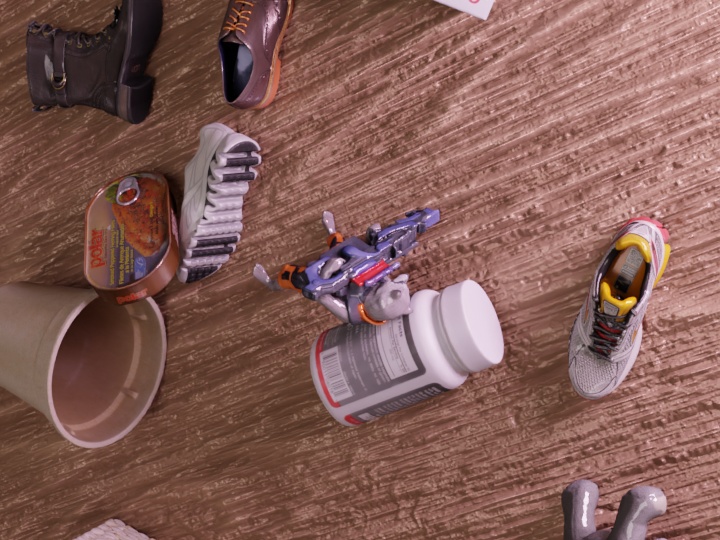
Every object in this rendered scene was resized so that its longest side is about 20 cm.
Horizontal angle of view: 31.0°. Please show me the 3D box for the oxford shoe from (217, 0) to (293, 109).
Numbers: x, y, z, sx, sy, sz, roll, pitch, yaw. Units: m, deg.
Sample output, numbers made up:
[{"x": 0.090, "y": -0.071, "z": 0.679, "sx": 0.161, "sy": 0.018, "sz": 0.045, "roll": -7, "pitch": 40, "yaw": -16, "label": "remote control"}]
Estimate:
[{"x": -0.124, "y": -0.285, "z": 1.485, "sx": 0.070, "sy": 0.073, "sz": 0.203, "roll": 8, "pitch": 102, "yaw": 23, "label": "oxford shoe"}]

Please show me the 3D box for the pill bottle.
[{"x": 0.052, "y": 0.090, "z": 1.449, "sx": 0.198, "sy": 0.114, "sz": 0.115, "roll": -23, "pitch": 89, "yaw": 25, "label": "pill bottle"}]

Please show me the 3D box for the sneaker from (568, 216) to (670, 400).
[{"x": 0.261, "y": 0.042, "z": 1.365, "sx": 0.077, "sy": 0.082, "sz": 0.203, "roll": 20, "pitch": 107, "yaw": 20, "label": "sneaker"}]

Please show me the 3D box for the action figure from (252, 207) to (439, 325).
[{"x": 0.000, "y": 0.000, "z": 1.448, "sx": 0.193, "sy": 0.198, "sz": 0.106, "roll": 31, "pitch": 139, "yaw": 48, "label": "action figure"}]

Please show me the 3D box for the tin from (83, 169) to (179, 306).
[{"x": -0.272, "y": -0.040, "z": 1.544, "sx": 0.110, "sy": 0.202, "sz": 0.042, "roll": -15, "pitch": 134, "yaw": 4, "label": "tin"}]

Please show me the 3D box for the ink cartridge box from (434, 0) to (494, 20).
[{"x": 0.097, "y": -0.379, "z": 1.333, "sx": 0.144, "sy": 0.083, "sz": 0.202, "roll": 17, "pitch": 109, "yaw": -14, "label": "ink cartridge box"}]

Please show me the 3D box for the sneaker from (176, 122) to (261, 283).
[{"x": -0.182, "y": -0.081, "z": 1.557, "sx": 0.081, "sy": 0.075, "sz": 0.202, "roll": 37, "pitch": 115, "yaw": 35, "label": "sneaker"}]

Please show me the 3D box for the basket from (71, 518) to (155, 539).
[{"x": -0.307, "y": 0.457, "z": 1.648, "sx": 0.196, "sy": 0.160, "sz": 0.203, "roll": 22, "pitch": 107, "yaw": 19, "label": "basket"}]

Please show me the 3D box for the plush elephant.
[{"x": 0.301, "y": 0.331, "z": 1.370, "sx": 0.164, "sy": 0.153, "sz": 0.203, "roll": -27, "pitch": 47, "yaw": 62, "label": "plush elephant"}]

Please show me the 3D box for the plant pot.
[{"x": -0.373, "y": 0.097, "z": 1.615, "sx": 0.182, "sy": 0.199, "sz": 0.204, "roll": 14, "pitch": 105, "yaw": 33, "label": "plant pot"}]

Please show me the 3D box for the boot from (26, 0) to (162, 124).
[{"x": -0.336, "y": -0.277, "z": 1.584, "sx": 0.172, "sy": 0.069, "sz": 0.203, "roll": 16, "pitch": 107, "yaw": 20, "label": "boot"}]
